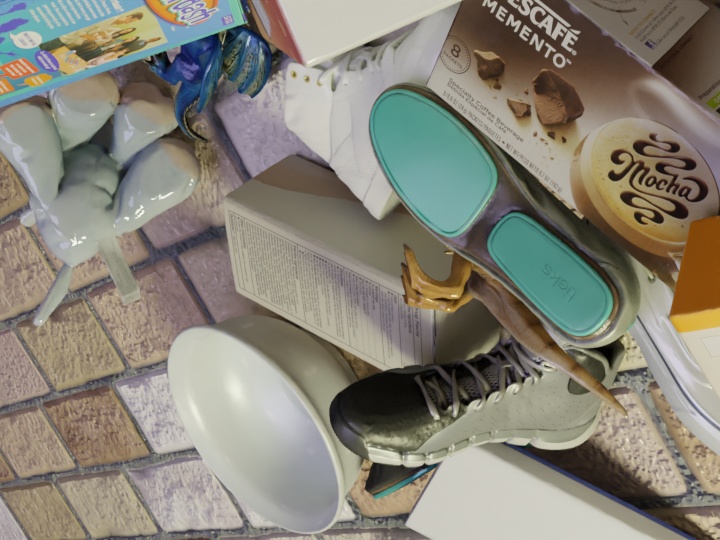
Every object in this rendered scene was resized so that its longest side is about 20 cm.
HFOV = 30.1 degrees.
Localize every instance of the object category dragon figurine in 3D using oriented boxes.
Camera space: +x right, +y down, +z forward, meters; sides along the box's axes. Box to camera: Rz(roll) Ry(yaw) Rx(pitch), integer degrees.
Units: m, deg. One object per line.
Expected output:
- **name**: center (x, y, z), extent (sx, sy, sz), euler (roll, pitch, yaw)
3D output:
- **dragon figurine**: center (-0.105, -0.153, 0.970), extent (0.099, 0.059, 0.200), euler (40, 135, 32)

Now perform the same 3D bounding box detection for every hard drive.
- **hard drive**: center (0.141, 0.193, 0.963), extent (0.200, 0.025, 0.132), euler (27, 140, 4)

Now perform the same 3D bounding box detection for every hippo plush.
- **hippo plush**: center (-0.218, -0.077, 1.133), extent (0.161, 0.159, 0.201), euler (-154, 51, -78)

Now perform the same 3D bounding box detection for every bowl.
- **bowl**: center (-0.062, 0.112, 1.122), extent (0.201, 0.090, 0.201), euler (30, 138, 30)

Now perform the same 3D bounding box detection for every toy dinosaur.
- **toy dinosaur**: center (0.081, 0.005, 0.808), extent (0.200, 0.106, 0.061), euler (-104, 7, -46)

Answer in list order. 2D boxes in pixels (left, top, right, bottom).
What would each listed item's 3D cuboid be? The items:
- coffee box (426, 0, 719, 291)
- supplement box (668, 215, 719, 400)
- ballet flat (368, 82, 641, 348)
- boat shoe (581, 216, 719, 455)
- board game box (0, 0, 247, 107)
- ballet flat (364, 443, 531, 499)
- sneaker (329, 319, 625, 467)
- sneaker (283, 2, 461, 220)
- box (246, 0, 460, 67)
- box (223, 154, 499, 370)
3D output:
- **coffee box**: center (0.146, -0.094, 0.728), extent (0.200, 0.080, 0.113), euler (42, 143, 14)
- **supplement box**: center (0.256, 0.054, 0.665), extent (0.126, 0.074, 0.200), euler (-13, 127, 36)
- **ballet flat**: center (0.083, -0.032, 0.785), extent (0.200, 0.064, 0.067), euler (46, 112, 17)
- **boat shoe**: center (0.202, 0.035, 0.776), extent (0.200, 0.074, 0.067), euler (48, 144, 8)
- **board game box**: center (-0.171, -0.151, 0.759), extent (0.152, 0.200, 0.045), euler (88, 163, -81)
- **ballet flat**: center (0.065, 0.116, 1.013), extent (0.200, 0.068, 0.069), euler (-29, 86, 44)
- **sneaker**: center (0.082, 0.061, 0.857), extent (0.075, 0.200, 0.116), euler (65, 145, 37)
- **sneaker**: center (0.005, -0.127, 0.865), extent (0.116, 0.074, 0.200), euler (42, 144, 10)
- **box**: center (-0.026, -0.208, 0.730), extent (0.200, 0.106, 0.153), euler (-126, 12, -73)
- **box**: center (0.000, 0.000, 0.970), extent (0.200, 0.078, 0.095), euler (27, 137, 32)
